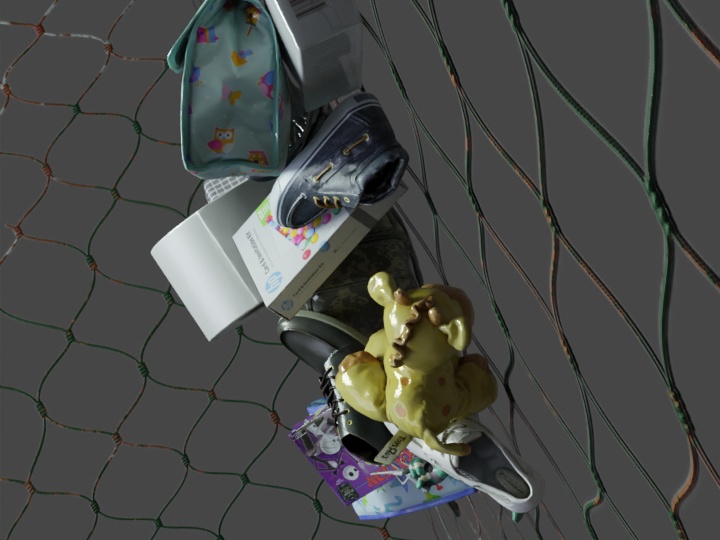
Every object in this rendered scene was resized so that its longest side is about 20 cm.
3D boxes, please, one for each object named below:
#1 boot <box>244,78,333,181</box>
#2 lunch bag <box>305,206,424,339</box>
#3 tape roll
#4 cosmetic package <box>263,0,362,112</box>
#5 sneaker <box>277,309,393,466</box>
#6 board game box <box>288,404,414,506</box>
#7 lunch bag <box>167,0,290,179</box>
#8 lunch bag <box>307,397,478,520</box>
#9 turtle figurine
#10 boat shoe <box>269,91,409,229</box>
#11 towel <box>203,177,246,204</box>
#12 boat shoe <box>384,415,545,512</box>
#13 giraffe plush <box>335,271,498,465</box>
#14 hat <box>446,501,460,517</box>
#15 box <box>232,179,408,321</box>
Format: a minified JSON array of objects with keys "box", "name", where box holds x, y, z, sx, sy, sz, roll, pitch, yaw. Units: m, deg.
[{"box":[-0.072,-0.138,1.840,0.168,0.076,0.200,72,-147,-47],"name":"boot"},{"box":[0.000,0.000,1.803,0.200,0.139,0.168,72,-176,-54],"name":"lunch bag"},{"box":[-0.146,-0.021,1.930,0.139,0.202,0.203,56,174,3],"name":"tape roll"},{"box":[-0.048,-0.243,1.533,0.200,0.074,0.102,86,160,-80],"name":"cosmetic package"},{"box":[-0.024,0.128,1.701,0.200,0.106,0.075,30,149,10],"name":"sneaker"},{"box":[0.024,0.193,1.843,0.120,0.200,0.032,49,-154,-12],"name":"board game box"},{"box":[-0.135,-0.198,1.589,0.170,0.122,0.201,-128,35,-87],"name":"lunch bag"},{"box":[0.048,0.216,1.934,0.170,0.200,0.127,65,-155,-5],"name":"lunch bag"},{"box":[0.098,0.214,1.727,0.200,0.101,0.150,22,174,21],"name":"turtle figurine"},{"box":[-0.025,-0.088,1.594,0.200,0.071,0.091,-53,57,41],"name":"boat shoe"},{"box":[-0.127,-0.107,2.233,0.166,0.200,0.086,-123,10,-48],"name":"towel"},{"box":[0.109,0.186,1.624,0.200,0.071,0.069,30,175,14],"name":"boat shoe"},{"box":[0.062,0.081,1.574,0.200,0.172,0.163,-69,-13,-58],"name":"giraffe plush"},{"box":[0.112,0.248,2.167,0.201,0.081,0.201,55,-179,-2],"name":"hat"},{"box":[-0.049,-0.064,1.705,0.041,0.200,0.156,32,-164,-35],"name":"box"}]
